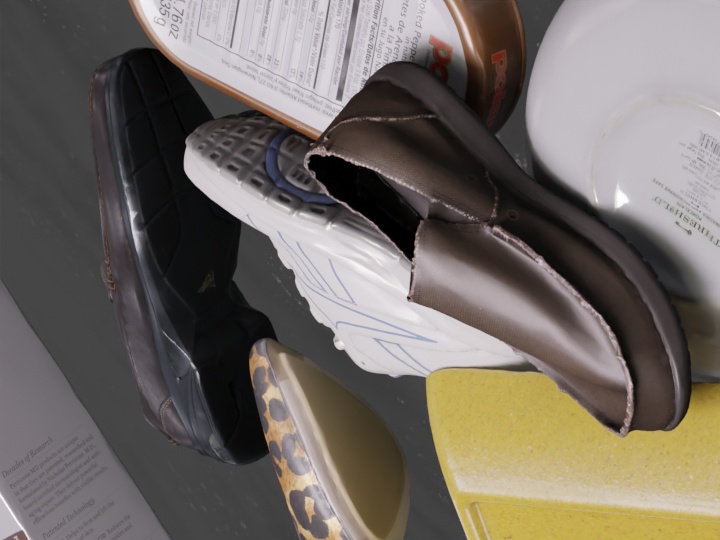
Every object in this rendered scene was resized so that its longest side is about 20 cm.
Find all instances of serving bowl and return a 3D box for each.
[{"bbox_3d":[0.143,-0.038,1.170,0.199,0.066,0.201,16,119,31],"label":"serving bowl"}]

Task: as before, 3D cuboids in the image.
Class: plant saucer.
[{"bbox_3d":[0.127,0.138,1.247,0.199,0.048,0.201,2,127,36],"label":"plant saucer"}]

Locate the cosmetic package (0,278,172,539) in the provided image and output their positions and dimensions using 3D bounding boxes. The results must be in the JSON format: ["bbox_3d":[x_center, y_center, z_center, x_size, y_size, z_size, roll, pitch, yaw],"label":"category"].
[{"bbox_3d":[-0.189,0.100,1.474,0.113,0.081,0.200,-32,95,44],"label":"cosmetic package"}]

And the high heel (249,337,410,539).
[{"bbox_3d":[-0.035,0.132,1.380,0.142,0.071,0.200,-21,106,35],"label":"high heel"}]

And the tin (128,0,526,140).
[{"bbox_3d":[-0.021,-0.115,1.279,0.199,0.042,0.112,27,130,25],"label":"tin"}]

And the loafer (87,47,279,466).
[{"bbox_3d":[-0.095,-0.004,1.367,0.072,0.073,0.201,2,111,42],"label":"loafer"}]

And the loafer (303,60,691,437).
[{"bbox_3d":[0.051,0.002,1.187,0.200,0.071,0.073,44,150,28],"label":"loafer"}]

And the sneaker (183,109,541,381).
[{"bbox_3d":[0.000,0.000,1.296,0.200,0.074,0.087,34,133,21],"label":"sneaker"}]
